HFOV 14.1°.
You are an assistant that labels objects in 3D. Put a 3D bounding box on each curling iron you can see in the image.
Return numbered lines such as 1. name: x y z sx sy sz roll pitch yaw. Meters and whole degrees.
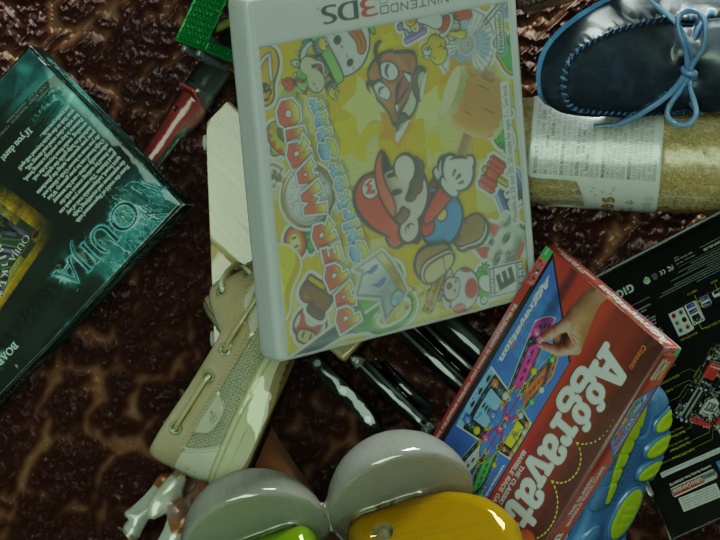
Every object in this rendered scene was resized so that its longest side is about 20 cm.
1. curling iron: -0.110 -0.104 1.742 0.050 0.026 0.200 42 89 4

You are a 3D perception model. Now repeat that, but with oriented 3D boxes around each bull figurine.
1. bull figurine: -0.047 0.180 1.693 0.121 0.065 0.200 -34 84 -5

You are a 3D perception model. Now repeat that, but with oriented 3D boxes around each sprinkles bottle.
1. sprinkles bottle: 0.125 -0.069 1.703 0.200 0.068 0.068 3 85 4

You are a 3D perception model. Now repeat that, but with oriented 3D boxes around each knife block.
1. knife block: 0.000 0.000 1.708 0.175 0.064 0.200 -3 85 3

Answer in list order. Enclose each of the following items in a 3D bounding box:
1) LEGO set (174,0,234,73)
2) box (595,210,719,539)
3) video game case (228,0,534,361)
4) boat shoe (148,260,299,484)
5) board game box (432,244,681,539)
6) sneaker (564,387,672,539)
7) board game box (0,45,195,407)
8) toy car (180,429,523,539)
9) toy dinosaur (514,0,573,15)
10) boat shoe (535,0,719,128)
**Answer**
1. LEGO set: -0.003 -0.163 1.684 0.154 0.116 0.200 11 79 46
2. box: 0.230 0.042 1.654 0.200 0.049 0.160 -29 84 30
3. video game case: 0.016 -0.065 1.604 0.182 0.023 0.200 -14 106 -33
4. boat shoe: -0.058 0.025 1.644 0.065 0.072 0.200 23 92 4
5. board game box: 0.093 0.097 1.642 0.103 0.019 0.200 41 111 33
6. sneaker: 0.111 0.137 1.681 0.083 0.071 0.200 40 113 42
7. board game box: -0.213 -0.015 1.723 0.135 0.028 0.200 46 99 8
8. toy car: -0.002 0.197 1.595 0.200 0.150 0.175 -15 48 -2
9. toy dinosaur: 0.097 -0.186 1.677 0.135 0.200 0.086 -26 114 3
10. boat shoe: 0.196 -0.128 1.658 0.200 0.069 0.084 -18 121 -24
